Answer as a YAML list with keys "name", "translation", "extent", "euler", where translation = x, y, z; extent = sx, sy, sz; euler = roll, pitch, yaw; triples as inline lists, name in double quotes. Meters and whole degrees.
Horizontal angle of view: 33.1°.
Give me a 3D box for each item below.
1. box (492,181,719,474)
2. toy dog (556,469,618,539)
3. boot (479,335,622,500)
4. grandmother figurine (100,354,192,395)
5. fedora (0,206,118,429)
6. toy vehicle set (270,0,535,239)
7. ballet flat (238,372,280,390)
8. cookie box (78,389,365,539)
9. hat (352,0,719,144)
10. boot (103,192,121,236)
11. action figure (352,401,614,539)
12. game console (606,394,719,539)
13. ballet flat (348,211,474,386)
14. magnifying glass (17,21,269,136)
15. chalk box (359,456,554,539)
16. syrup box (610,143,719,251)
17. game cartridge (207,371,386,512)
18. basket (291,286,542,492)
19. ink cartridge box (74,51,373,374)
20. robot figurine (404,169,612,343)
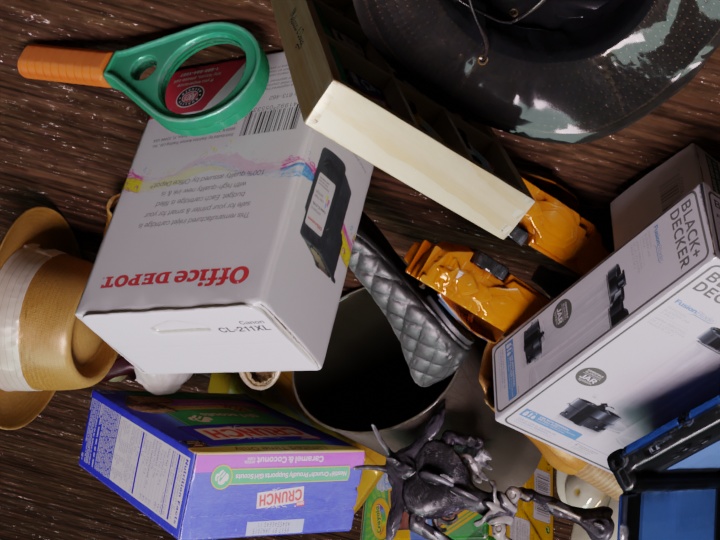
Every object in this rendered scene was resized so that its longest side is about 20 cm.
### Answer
- name: "box"
  translation: [0.188, 0.045, 0.769]
  extent: [0.116, 0.061, 0.200]
  euler: [27, 133, -23]
- name: "toy dog"
  translation: [0.271, 0.211, 1.078]
  extent: [0.139, 0.195, 0.200]
  euler: [37, 151, -15]
- name: "boot"
  translation: [0.161, 0.095, 0.976]
  extent: [0.144, 0.201, 0.071]
  euler: [39, 107, -7]
- name: "grandmother figurine"
  translation: [-0.196, 0.080, 1.104]
  extent: [0.120, 0.061, 0.200]
  euler: [-21, -175, -22]
- name: "fedora"
  translation: [-0.249, 0.044, 1.011]
  extent: [0.081, 0.203, 0.201]
  euler: [8, 150, 9]
- name: "toy vehicle set"
  translation: [0.015, -0.101, 0.667]
  extent: [0.123, 0.201, 0.027]
  euler: [28, 112, -24]
- name: "ballet flat"
  translation: [-0.063, 0.014, 0.952]
  extent: [0.067, 0.063, 0.201]
  euler: [-3, 133, -20]
- name: "cookie box"
  translation: [-0.122, 0.163, 1.045]
  extent: [0.170, 0.076, 0.199]
  euler: [7, -174, -38]
- name: "hat"
  translation: [0.093, -0.164, 0.614]
  extent: [0.198, 0.081, 0.202]
  euler: [0, 130, 0]
- name: "boot"
  translation: [-0.125, 0.010, 1.015]
  extent: [0.199, 0.071, 0.144]
  euler: [24, 156, -3]
- name: "action figure"
  translation: [0.088, 0.184, 0.936]
  extent: [0.198, 0.120, 0.102]
  euler: [25, 159, 3]
- name: "game console"
  translation: [0.245, 0.158, 0.779]
  extent: [0.170, 0.119, 0.199]
  euler: [-35, 156, 25]
- name: "ballet flat"
  translation: [0.000, 0.000, 0.870]
  extent: [0.057, 0.066, 0.200]
  euler: [-43, 87, 15]
- name: "magnifying glass"
  translation: [-0.148, -0.132, 0.803]
  extent: [0.198, 0.080, 0.022]
  euler: [9, 155, 30]
- name: "chalk box"
  translation: [0.082, 0.226, 1.224]
  extent: [0.198, 0.126, 0.123]
  euler: [-13, 151, 37]
- name: "syrup box"
  translation: [0.267, 0.009, 0.828]
  extent: [0.199, 0.079, 0.081]
  euler: [30, 133, -26]
- name: "game cartridge"
  translation: [-0.065, 0.147, 1.170]
  extent: [0.200, 0.032, 0.177]
  euler: [45, 153, 12]
- name: "basket"
  translation: [0.066, 0.116, 1.062]
  extent: [0.179, 0.137, 0.200]
  euler: [-1, 152, 40]
- name: "ink cartridge box"
  translation: [-0.080, -0.038, 0.791]
  extent: [0.144, 0.202, 0.083]
  euler: [-4, 146, 29]
- name: "robot figurine"
  translation: [0.136, 0.006, 0.861]
  extent: [0.199, 0.146, 0.058]
  euler: [31, -177, -24]
